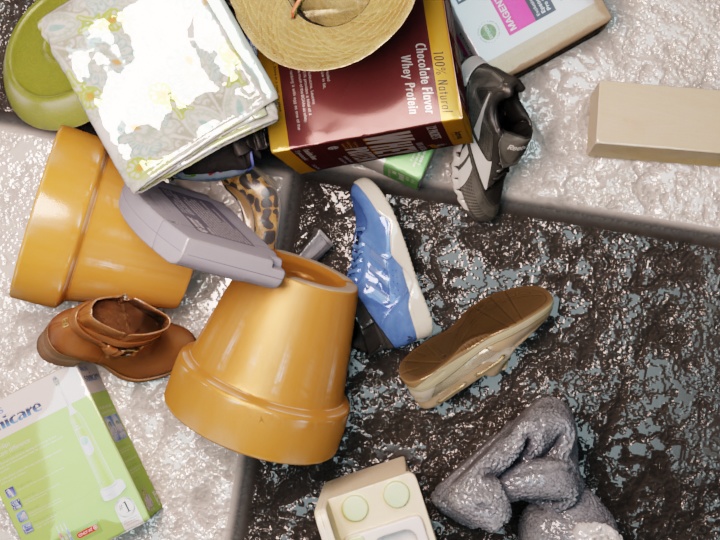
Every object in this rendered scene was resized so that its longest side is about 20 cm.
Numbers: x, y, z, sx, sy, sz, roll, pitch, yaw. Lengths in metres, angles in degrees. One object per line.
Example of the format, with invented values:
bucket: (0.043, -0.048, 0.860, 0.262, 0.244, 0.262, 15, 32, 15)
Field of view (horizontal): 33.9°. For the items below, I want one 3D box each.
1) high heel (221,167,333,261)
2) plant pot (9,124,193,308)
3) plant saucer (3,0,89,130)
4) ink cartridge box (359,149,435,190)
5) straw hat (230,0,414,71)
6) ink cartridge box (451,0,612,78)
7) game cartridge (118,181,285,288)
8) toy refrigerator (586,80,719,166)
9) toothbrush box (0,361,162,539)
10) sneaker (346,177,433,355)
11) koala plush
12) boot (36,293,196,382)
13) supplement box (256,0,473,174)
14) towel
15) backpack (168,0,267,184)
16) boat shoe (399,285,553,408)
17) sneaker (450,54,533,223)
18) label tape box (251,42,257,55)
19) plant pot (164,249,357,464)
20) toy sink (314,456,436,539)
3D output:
high heel: (-0.147, -0.045, 1.380, 0.200, 0.071, 0.143, 44, 84, -7)
plant pot: (-0.277, -0.041, 1.337, 0.183, 0.200, 0.201, 17, 89, -13)
plant saucer: (-0.338, -0.259, 1.369, 0.199, 0.031, 0.201, -8, 66, 20)
ink cartridge box: (0.006, -0.202, 1.376, 0.199, 0.084, 0.146, 23, 89, 3)
straw hat: (-0.025, -0.272, 1.155, 0.200, 0.085, 0.202, -4, 76, 15)
ink cartridge box: (0.172, -0.334, 1.380, 0.164, 0.075, 0.200, -29, 89, 0)
game cartridge: (-0.171, -0.043, 1.204, 0.133, 0.200, 0.041, 21, 102, -33)
toy refrigerator: (0.369, -0.168, 1.375, 0.199, 0.070, 0.076, 4, 82, 1)
toothbrush box: (-0.342, 0.225, 1.373, 0.145, 0.086, 0.201, -27, 89, 0)
sneaker: (0.000, 0.000, 1.374, 0.111, 0.077, 0.201, -21, 95, -9)
koala plush: (0.214, 0.265, 1.320, 0.184, 0.177, 0.200, -41, 84, -10)
boot: (-0.243, 0.072, 1.310, 0.199, 0.155, 0.074, 1, 72, -37)
supplement box: (0.003, -0.223, 1.256, 0.199, 0.133, 0.198, -10, 83, 9)
towel: (-0.191, -0.195, 1.131, 0.171, 0.048, 0.201, -29, 88, 0)
backpack: (-0.195, -0.182, 1.253, 0.146, 0.200, 0.184, -5, 90, -18)
boat shoe: (0.142, 0.090, 1.380, 0.200, 0.072, 0.065, -33, 124, -4)
sneaker: (0.152, -0.138, 1.336, 0.066, 0.090, 0.201, -27, 126, -37)
label tape box: (-0.191, -0.260, 1.394, 0.143, 0.066, 0.200, 44, 95, 2)
plant pot: (-0.091, 0.082, 1.289, 0.199, 0.200, 0.184, 20, 102, 2)
toy sink: (0.025, 0.293, 1.306, 0.112, 0.200, 0.131, -19, 87, 1)
